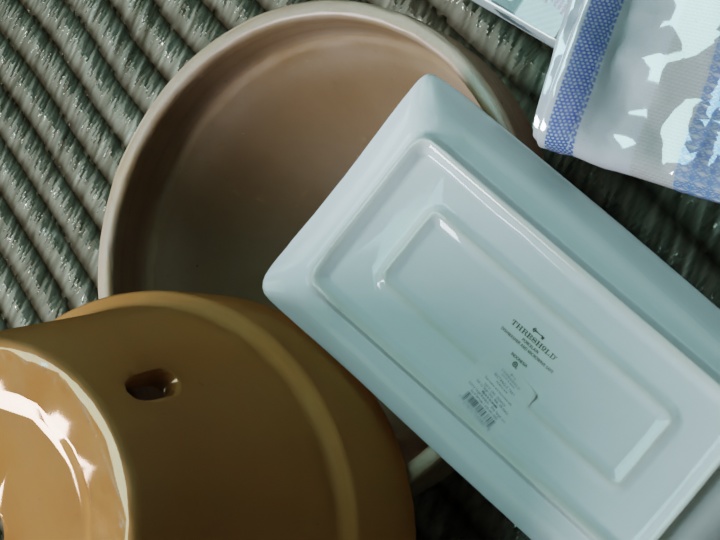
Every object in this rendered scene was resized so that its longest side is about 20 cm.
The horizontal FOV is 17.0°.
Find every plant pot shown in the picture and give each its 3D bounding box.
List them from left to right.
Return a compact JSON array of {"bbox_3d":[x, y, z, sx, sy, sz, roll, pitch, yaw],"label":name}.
[{"bbox_3d":[-0.098,0.100,0.875,0.200,0.140,0.201,-5,80,28],"label":"plant pot"},{"bbox_3d":[0.000,0.000,0.967,0.200,0.093,0.202,-5,79,30],"label":"plant pot"}]

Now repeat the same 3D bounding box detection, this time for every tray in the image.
[{"bbox_3d":[0.061,0.028,0.864,0.200,0.022,0.107,42,100,18],"label":"tray"}]

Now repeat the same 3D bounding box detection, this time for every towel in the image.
[{"bbox_3d":[0.166,-0.087,0.818,0.200,0.024,0.147,17,88,22],"label":"towel"}]

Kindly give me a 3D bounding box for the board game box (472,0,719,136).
[{"bbox_3d":[0.119,-0.138,0.891,0.200,0.064,0.148,33,93,24],"label":"board game box"}]
